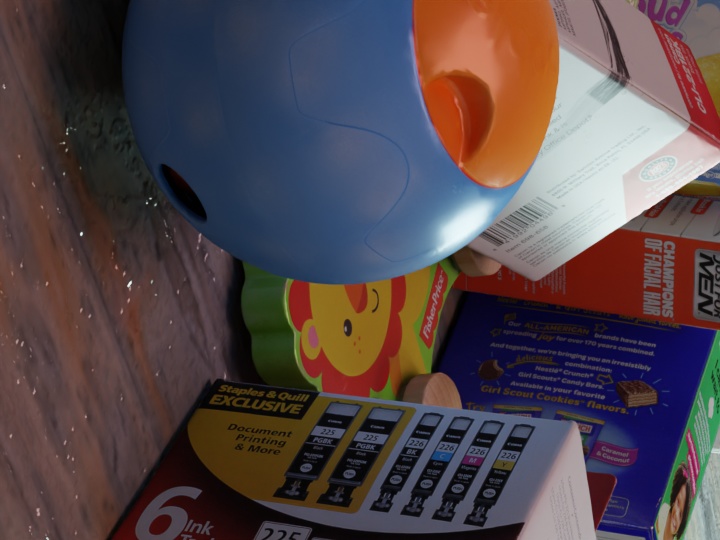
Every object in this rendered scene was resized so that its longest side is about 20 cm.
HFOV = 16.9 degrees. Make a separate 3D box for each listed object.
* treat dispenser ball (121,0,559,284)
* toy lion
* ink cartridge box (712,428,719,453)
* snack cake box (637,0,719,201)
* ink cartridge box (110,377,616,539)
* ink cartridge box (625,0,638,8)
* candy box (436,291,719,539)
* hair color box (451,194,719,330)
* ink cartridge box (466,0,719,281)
[{"bbox_3d":[-0.010,-0.094,1.107,0.201,0.200,0.202,6,90,-67],"label":"treat dispenser ball"},{"bbox_3d":[0.000,0.000,1.334,0.192,0.068,0.201,55,41,-43],"label":"toy lion"},{"bbox_3d":[0.338,0.044,2.016,0.147,0.144,0.201,-18,112,-66],"label":"ink cartridge box"},{"bbox_3d":[0.145,-0.112,1.454,0.067,0.199,0.116,38,60,-81],"label":"snack cake box"},{"bbox_3d":[0.006,0.120,1.193,0.176,0.199,0.084,-59,145,-45],"label":"ink cartridge box"},{"bbox_3d":[0.060,-0.194,1.313,0.200,0.145,0.048,40,61,-63],"label":"ink cartridge box"},{"bbox_3d":[0.133,0.092,1.521,0.077,0.168,0.200,75,31,-47],"label":"candy box"},{"bbox_3d":[0.157,-0.023,1.508,0.111,0.199,0.064,-44,136,-56],"label":"hair color box"},{"bbox_3d":[0.081,-0.090,1.306,0.200,0.144,0.084,26,39,-47],"label":"ink cartridge box"}]
